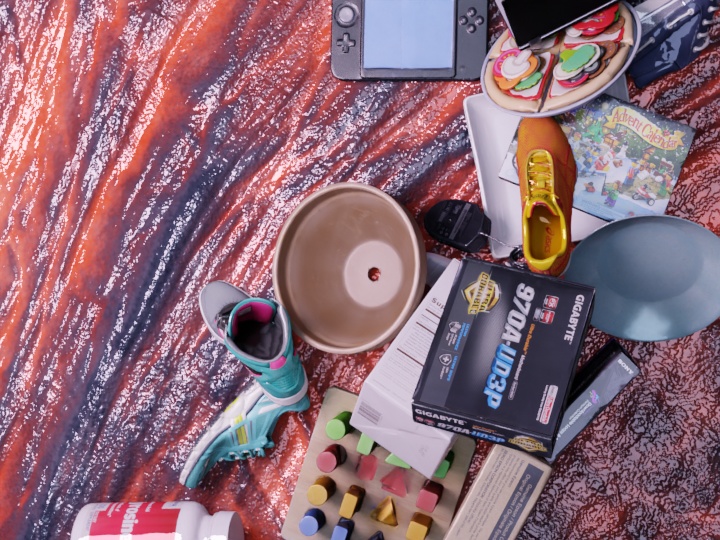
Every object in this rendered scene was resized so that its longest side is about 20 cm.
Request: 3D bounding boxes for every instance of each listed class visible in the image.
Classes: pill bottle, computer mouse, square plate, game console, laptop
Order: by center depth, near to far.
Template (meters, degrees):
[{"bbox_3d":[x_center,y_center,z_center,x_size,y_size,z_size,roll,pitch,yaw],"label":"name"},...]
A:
[{"bbox_3d":[0.240,-0.348,1.552,0.185,0.201,0.116,-25,128,8],"label":"laptop"},{"bbox_3d":[0.160,-0.036,1.632,0.198,0.034,0.059,24,77,34],"label":"computer mouse"},{"bbox_3d":[0.053,-0.319,1.635,0.197,0.119,0.175,1,90,10],"label":"game console"},{"bbox_3d":[0.238,-0.131,1.652,0.197,0.028,0.201,-11,88,9],"label":"square plate"},{"bbox_3d":[-0.249,0.344,1.691,0.197,0.112,0.114,-3,90,9],"label":"pill bottle"}]

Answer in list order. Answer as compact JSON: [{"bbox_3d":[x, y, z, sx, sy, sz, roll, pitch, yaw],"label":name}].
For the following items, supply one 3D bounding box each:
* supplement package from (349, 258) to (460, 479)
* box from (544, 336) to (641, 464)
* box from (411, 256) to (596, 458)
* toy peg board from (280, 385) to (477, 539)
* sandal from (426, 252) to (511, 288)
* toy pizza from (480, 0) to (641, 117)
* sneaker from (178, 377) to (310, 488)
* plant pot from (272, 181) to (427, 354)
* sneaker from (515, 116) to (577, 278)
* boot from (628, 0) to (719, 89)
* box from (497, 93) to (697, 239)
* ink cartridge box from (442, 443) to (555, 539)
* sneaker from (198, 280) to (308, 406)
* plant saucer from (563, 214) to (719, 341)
[{"bbox_3d":[0.094,0.113,1.585,0.119,0.122,0.201,33,60,9],"label":"supplement package"},{"bbox_3d":[0.255,0.145,1.562,0.036,0.200,0.143,43,96,3],"label":"box"},{"bbox_3d":[0.158,0.092,1.490,0.157,0.046,0.202,14,58,15],"label":"box"},{"bbox_3d":[0.016,0.270,1.655,0.197,0.098,0.202,19,93,9],"label":"toy peg board"},{"bbox_3d":[0.164,0.017,1.643,0.205,0.080,0.059,29,59,22],"label":"sandal"},{"bbox_3d":[0.229,-0.259,1.587,0.198,0.032,0.202,-19,44,18],"label":"toy pizza"},{"bbox_3d":[-0.147,0.204,1.695,0.200,0.078,0.080,-43,93,7],"label":"sneaker"},{"bbox_3d":[0.000,0.000,1.646,0.198,0.092,0.204,-3,84,27],"label":"plant pot"},{"bbox_3d":[0.214,-0.092,1.555,0.072,0.077,0.203,-8,72,11],"label":"sneaker"},{"bbox_3d":[0.394,-0.298,1.610,0.198,0.073,0.091,-29,91,17],"label":"boot"},{"bbox_3d":[0.278,-0.137,1.611,0.198,0.038,0.138,22,94,8],"label":"box"},{"bbox_3d":[0.159,0.270,1.579,0.074,0.200,0.166,27,95,9],"label":"ink cartridge box"},{"bbox_3d":[-0.140,0.062,1.639,0.083,0.121,0.200,-35,60,-15],"label":"sneaker"},{"bbox_3d":[0.337,0.000,1.591,0.198,0.039,0.203,5,134,5],"label":"plant saucer"}]
